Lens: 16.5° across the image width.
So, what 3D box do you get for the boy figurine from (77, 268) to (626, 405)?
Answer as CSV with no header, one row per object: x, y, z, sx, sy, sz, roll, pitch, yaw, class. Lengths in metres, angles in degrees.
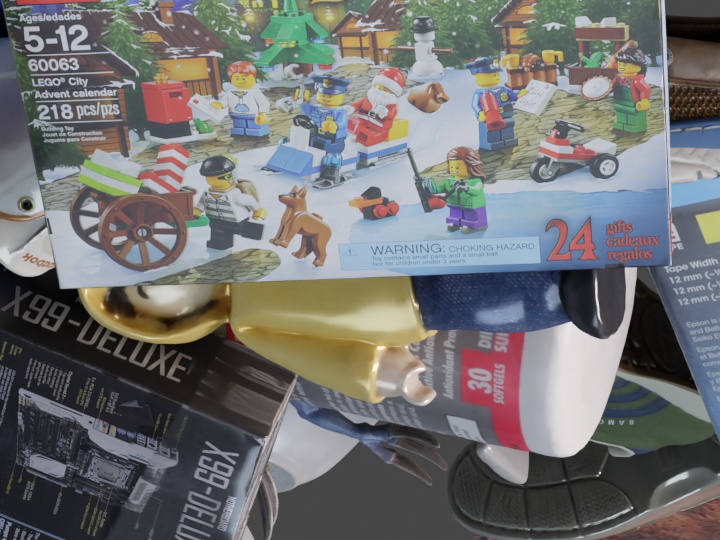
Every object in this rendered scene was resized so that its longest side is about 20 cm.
-0.008,-0.013,0.878,0.199,0.125,0.064,-1,-168,16,boy figurine

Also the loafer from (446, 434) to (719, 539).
0.141,0.094,1.202,0.199,0.072,0.063,-18,152,24,loafer

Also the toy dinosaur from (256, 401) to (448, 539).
-0.064,0.055,1.087,0.200,0.105,0.182,37,118,6,toy dinosaur

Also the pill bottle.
0.000,0.000,0.968,0.199,0.111,0.111,11,153,18,pill bottle

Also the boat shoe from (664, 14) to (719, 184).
0.155,-0.074,0.880,0.199,0.073,0.072,-7,-166,4,boat shoe

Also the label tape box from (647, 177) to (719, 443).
0.195,-0.009,1.007,0.143,0.066,0.200,-12,124,21,label tape box

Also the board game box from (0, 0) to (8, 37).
-0.143,-0.107,0.888,0.199,0.039,0.158,-3,155,16,board game box

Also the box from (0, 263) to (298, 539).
-0.126,0.096,0.972,0.157,0.050,0.201,21,124,3,box

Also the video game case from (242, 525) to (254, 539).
-0.151,0.074,1.083,0.200,0.183,0.023,-31,176,42,video game case

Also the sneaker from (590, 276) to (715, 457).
0.091,0.037,1.097,0.090,0.067,0.200,-27,143,33,sneaker

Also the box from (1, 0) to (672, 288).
-0.005,-0.063,0.769,0.199,0.038,0.137,-3,124,8,box

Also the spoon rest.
-0.010,0.069,1.183,0.199,0.061,0.099,-2,151,32,spoon rest

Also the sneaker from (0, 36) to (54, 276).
-0.083,-0.040,0.854,0.199,0.085,0.073,-7,163,32,sneaker
